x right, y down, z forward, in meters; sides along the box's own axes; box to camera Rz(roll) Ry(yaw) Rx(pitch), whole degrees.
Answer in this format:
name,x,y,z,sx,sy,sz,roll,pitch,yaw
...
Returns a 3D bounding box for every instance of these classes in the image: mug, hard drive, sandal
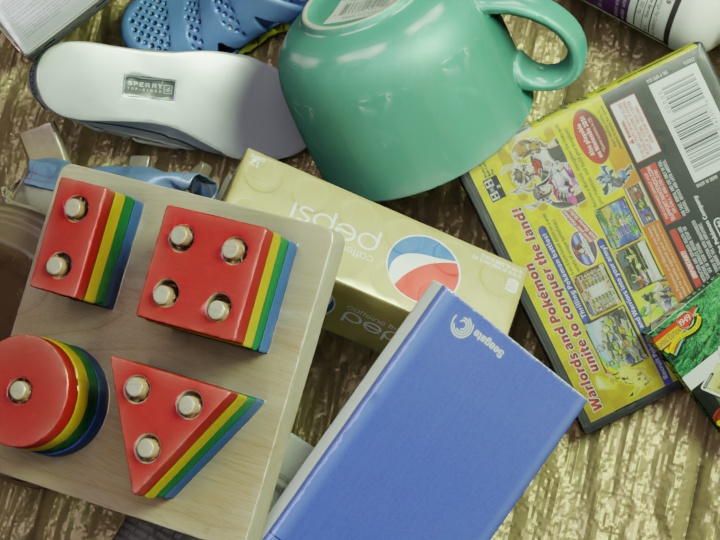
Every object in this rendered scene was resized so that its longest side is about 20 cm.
name,x,y,z,sx,sy,sz,roll,pitch,yaw
mug,0.036,-0.143,1.453,0.185,0.115,0.152,-32,29,-9
hard drive,0.036,0.125,1.359,0.132,0.025,0.200,38,85,-27
sandal,-0.074,-0.192,1.535,0.200,0.087,0.080,-16,75,6

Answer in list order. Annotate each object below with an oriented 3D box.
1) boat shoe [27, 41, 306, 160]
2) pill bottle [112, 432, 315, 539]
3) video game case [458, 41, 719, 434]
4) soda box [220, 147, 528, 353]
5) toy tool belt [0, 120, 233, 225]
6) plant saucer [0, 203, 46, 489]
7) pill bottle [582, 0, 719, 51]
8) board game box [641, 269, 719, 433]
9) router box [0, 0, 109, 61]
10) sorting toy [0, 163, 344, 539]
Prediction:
name,x,y,z,sx,sy,sz,roll,pitch,yaw
boat shoe,-0.132,-0.116,1.524,0.200,0.066,0.072,4,91,-18
pill bottle,-0.104,0.189,1.425,0.114,0.114,0.200,28,82,14
video game case,0.184,-0.022,1.451,0.180,0.026,0.200,-26,94,1
soda box,0.000,0.000,1.417,0.200,0.064,0.068,24,58,-5
toy tool belt,-0.145,-0.037,1.485,0.200,0.125,0.123,5,80,16
plant saucer,-0.233,0.055,1.464,0.200,0.029,0.201,10,112,27
pill bottle,0.198,-0.219,1.488,0.200,0.112,0.113,30,82,14
board game box,0.292,0.019,1.433,0.200,0.023,0.105,-39,93,2
router box,-0.164,-0.222,1.506,0.200,0.179,0.049,-39,98,-3
sorting toy,-0.135,0.046,1.334,0.200,0.070,0.199,14,86,25
